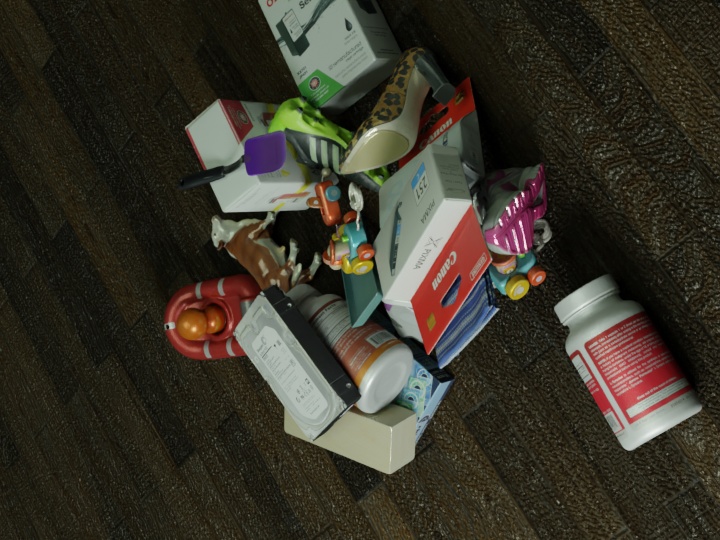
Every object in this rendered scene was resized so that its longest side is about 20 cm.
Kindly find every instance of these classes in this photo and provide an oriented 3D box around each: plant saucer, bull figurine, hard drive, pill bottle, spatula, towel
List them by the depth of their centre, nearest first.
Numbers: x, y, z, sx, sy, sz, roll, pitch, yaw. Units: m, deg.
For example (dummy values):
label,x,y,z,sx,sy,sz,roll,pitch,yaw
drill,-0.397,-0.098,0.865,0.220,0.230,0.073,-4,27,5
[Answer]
label,x,y,z,sx,sy,sz,roll,pitch,yaw
towel,0.110,-0.001,1.395,0.145,0.024,0.201,126,142,-48
pill bottle,0.329,0.112,1.404,0.112,0.112,0.201,-38,73,33
spatula,-0.182,-0.143,1.559,0.199,0.020,0.057,-16,72,36
hard drive,-0.094,0.132,1.581,0.201,0.038,0.140,54,144,9
pill bottle,-0.030,0.106,1.613,0.199,0.112,0.113,35,114,29
plant saucer,0.000,0.000,1.620,0.070,0.019,0.201,-55,24,27
bull figurine,-0.151,-0.033,1.768,0.200,0.065,0.122,48,115,18

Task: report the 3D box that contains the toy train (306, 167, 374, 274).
label,x,y,z,sx,sy,sz,roll,pitch,yaw
toy train,-0.036,-0.064,1.555,0.200,0.055,0.152,-157,53,-76

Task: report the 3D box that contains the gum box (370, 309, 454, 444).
label,x,y,z,sx,sy,sz,roll,pitch,yaw
gum box,0.023,0.168,1.677,0.200,0.044,0.171,40,117,25

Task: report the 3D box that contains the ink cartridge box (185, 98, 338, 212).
label,x,y,z,sx,sy,sz,roll,pitch,yaw
ink cartridge box,-0.142,-0.170,1.665,0.083,0.199,0.146,-35,75,30

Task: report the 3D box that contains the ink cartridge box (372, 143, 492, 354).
label,x,y,z,sx,sy,sz,roll,pitch,yaw
ink cartridge box,0.083,-0.024,1.388,0.201,0.044,0.177,119,147,-45

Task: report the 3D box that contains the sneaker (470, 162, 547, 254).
label,x,y,z,sx,sy,sz,roll,pitch,yaw
sneaker,0.179,-0.076,1.434,0.087,0.200,0.082,0,112,21

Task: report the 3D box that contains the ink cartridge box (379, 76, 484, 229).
label,x,y,z,sx,sy,sz,roll,pitch,yaw
ink cartridge box,0.090,-0.161,1.522,0.160,0.047,0.201,-38,38,34

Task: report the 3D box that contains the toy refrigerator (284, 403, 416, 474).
label,x,y,z,sx,sy,sz,roll,pitch,yaw
toy refrigerator,-0.015,0.222,1.643,0.199,0.070,0.077,15,113,35

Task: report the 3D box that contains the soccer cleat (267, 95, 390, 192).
label,x,y,z,sx,sy,sz,roll,pitch,yaw
soccer cleat,-0.043,-0.173,1.633,0.199,0.068,0.081,36,129,-14

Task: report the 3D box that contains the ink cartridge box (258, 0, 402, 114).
label,x,y,z,sx,sy,sz,roll,pitch,yaw
ink cartridge box,-0.044,-0.352,1.642,0.146,0.083,0.201,-34,75,34

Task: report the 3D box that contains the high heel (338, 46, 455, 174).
label,x,y,z,sx,sy,sz,roll,pitch,yaw
high heel,0.036,-0.225,1.571,0.200,0.071,0.143,-39,38,12

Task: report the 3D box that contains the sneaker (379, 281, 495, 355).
label,x,y,z,sx,sy,sz,roll,pitch,yaw
sneaker,0.132,0.056,1.576,0.198,0.078,0.141,-7,111,24

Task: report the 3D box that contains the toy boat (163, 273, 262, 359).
label,x,y,z,sx,sy,sz,roll,pitch,yaw
toy boat,-0.246,0.081,1.811,0.199,0.130,0.132,-10,89,36

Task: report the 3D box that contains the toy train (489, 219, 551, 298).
label,x,y,z,sx,sy,sz,roll,pitch,yaw
toy train,0.148,-0.026,1.481,0.198,0.056,0.151,-5,54,22
